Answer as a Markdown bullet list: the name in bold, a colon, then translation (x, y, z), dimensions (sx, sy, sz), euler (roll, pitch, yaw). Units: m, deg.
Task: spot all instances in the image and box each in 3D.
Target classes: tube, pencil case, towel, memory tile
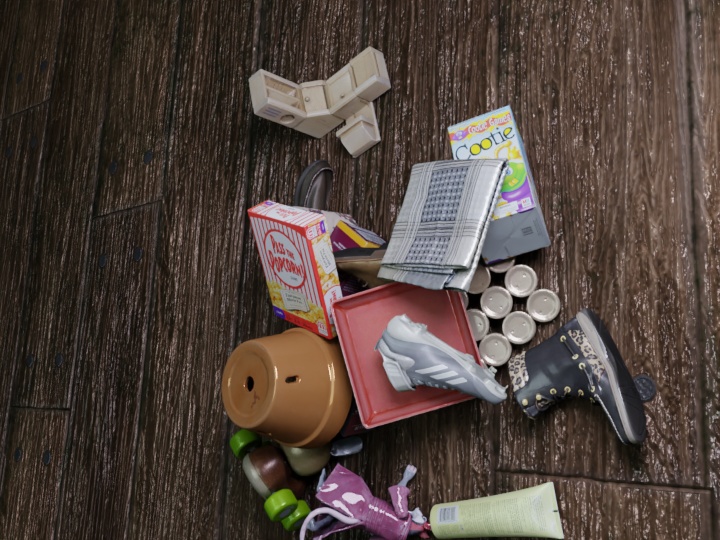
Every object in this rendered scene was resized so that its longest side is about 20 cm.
- **tube**: translation (0.199, 0.364, 1.134), dimensions (0.199, 0.058, 0.052), euler (-18, 26, 32)
- **pencil case**: translation (-0.094, -0.067, 1.379), dimensions (0.078, 0.199, 0.090), euler (-16, 73, 47)
- **towel**: translation (0.110, -0.069, 1.106), dimensions (0.192, 0.034, 0.201), euler (7, 76, 51)
- **memory tile**: translation (0.192, 0.067, 1.179), dimensions (0.200, 0.017, 0.153), euler (-44, 76, 10)

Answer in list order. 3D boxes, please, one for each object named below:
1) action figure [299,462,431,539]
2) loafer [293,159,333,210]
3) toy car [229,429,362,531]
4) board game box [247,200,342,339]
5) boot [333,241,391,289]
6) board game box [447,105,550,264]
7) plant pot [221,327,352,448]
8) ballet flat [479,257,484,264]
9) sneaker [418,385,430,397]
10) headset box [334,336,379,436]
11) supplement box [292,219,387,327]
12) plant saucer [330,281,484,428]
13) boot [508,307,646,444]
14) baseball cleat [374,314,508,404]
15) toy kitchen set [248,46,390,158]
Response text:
- **action figure**: translation (0.021, 0.380, 1.209), dimensions (0.199, 0.149, 0.135), euler (16, 99, 9)
- **loafer**: translation (-0.088, -0.112, 1.477), dimensions (0.071, 0.073, 0.201), euler (26, 105, 35)
- **toy car**: translation (-0.099, 0.326, 1.361), dimensions (0.199, 0.158, 0.165), euler (-35, 59, -5)
- **board game box**: translation (-0.100, -0.003, 1.239), dimensions (0.151, 0.046, 0.201), euler (17, 128, 45)
- **boot**: translation (0.000, 0.000, 1.244), dimensions (0.199, 0.074, 0.076), euler (-4, 108, 29)
- **board game box**: translation (0.207, -0.130, 1.162), dimensions (0.102, 0.105, 0.201), euler (-17, 53, 17)
- **plant pot**: translation (-0.130, 0.186, 1.244), dimensions (0.199, 0.140, 0.202), euler (-12, 73, 41)
- **ballet flat**: translation (0.153, -0.006, 1.242), dimensions (0.200, 0.069, 0.071), euler (-36, 36, 11)
- **sneaker**: translation (0.116, 0.125, 1.253), dimensions (0.076, 0.076, 0.201), euler (-10, 59, -1)
- **headset box**: translation (-0.016, 0.171, 1.307), dimensions (0.149, 0.075, 0.201), euler (47, 128, 39)
- **supplement box**: translation (-0.030, 0.025, 1.361), dimensions (0.086, 0.110, 0.201), euler (41, 106, 38)
- **plant saucer**: translation (0.074, 0.117, 1.171), dimensions (0.198, 0.037, 0.201), euler (-17, 81, 5)
- **boot**: translation (0.299, 0.170, 1.075), dimensions (0.150, 0.073, 0.201), euler (-34, 56, 28)
- **baseball cleat**: translation (0.112, 0.151, 1.120), dimensions (0.200, 0.070, 0.107), euler (36, 102, 14)
- **toy kitchen set**: translation (-0.067, -0.312, 1.427), dimensions (0.199, 0.180, 0.164), euler (-28, 64, 36)
